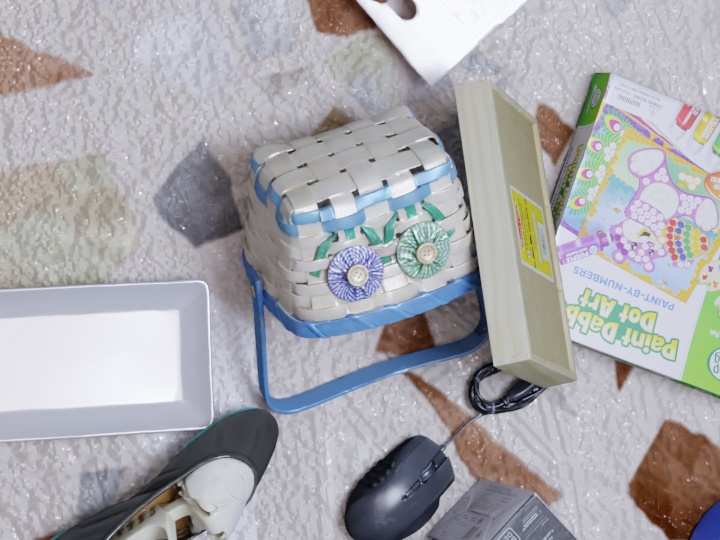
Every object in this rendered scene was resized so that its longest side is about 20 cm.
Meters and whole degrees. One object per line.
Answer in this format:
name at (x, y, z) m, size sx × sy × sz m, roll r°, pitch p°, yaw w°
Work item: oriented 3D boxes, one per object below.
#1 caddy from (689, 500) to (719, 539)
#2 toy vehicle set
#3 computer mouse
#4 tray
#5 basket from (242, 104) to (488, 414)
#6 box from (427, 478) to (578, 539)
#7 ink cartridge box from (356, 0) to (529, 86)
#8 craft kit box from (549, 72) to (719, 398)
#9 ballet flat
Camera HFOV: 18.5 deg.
caddy at (0.312, 0.259, 1.650) m, size 0.141 × 0.105 × 0.201 m, roll 18°, pitch 87°, yaw -16°
toy vehicle set at (0.110, -0.024, 1.551) m, size 0.026 × 0.124 × 0.201 m, roll -12°, pitch 75°, yaw 18°
computer mouse at (0.068, 0.129, 1.617) m, size 0.200 × 0.034 × 0.059 m, roll -43°, pitch 101°, yaw -10°
tray at (-0.203, 0.063, 1.547) m, size 0.199 × 0.022 × 0.108 m, roll -2°, pitch 94°, yaw -15°
basket at (0.000, 0.000, 1.549) m, size 0.176 × 0.139 × 0.201 m, roll -20°, pitch 132°, yaw -13°
box at (0.150, 0.246, 1.603) m, size 0.060 × 0.117 × 0.200 m, roll -45°, pitch 101°, yaw -13°
ink cartridge box at (0.071, -0.258, 1.602) m, size 0.200 × 0.050 × 0.162 m, roll -42°, pitch 102°, yaw -1°
craft kit box at (0.234, -0.022, 1.652) m, size 0.199 × 0.049 × 0.198 m, roll 20°, pitch 90°, yaw -15°
ballet flat at (-0.129, 0.176, 1.545) m, size 0.200 × 0.068 × 0.068 m, roll -36°, pitch 130°, yaw -9°
